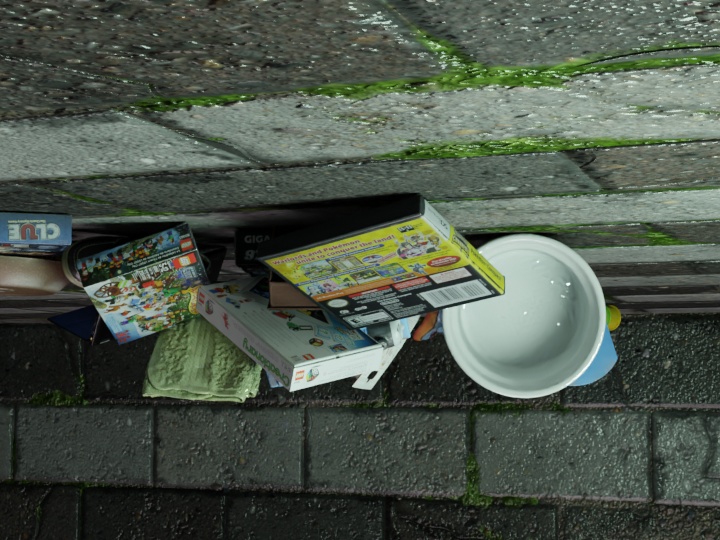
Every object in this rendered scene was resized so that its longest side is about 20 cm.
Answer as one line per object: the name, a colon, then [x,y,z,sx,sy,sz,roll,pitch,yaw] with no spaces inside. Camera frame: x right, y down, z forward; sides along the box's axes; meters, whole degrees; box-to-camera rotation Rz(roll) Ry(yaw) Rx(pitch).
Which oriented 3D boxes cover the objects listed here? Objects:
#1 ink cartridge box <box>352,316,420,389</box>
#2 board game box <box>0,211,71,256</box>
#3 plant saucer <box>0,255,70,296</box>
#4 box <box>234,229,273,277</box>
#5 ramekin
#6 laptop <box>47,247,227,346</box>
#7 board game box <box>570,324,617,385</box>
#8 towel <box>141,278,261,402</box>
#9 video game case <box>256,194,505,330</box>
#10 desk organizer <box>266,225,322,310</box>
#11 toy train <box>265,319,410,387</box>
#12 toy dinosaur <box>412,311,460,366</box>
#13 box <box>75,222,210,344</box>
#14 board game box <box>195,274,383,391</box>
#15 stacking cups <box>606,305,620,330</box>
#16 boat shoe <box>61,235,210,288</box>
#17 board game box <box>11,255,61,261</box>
ink cartridge box: [0.041,0.067,1.760,0.047,0.200,0.160,33,180,12]
board game box: [-0.429,-0.041,1.432,0.199,0.035,0.135,2,175,-18]
plant saucer: [-0.449,0.008,1.594,0.199,0.037,0.200,3,174,0]
box: [-0.049,-0.020,1.600,0.199,0.046,0.159,0,175,3]
ramekin: [0.204,0.053,1.618,0.199,0.202,0.098,0,-177,6]
laptop: [-0.311,0.021,1.779,0.187,0.116,0.200,-18,148,-36]
board game box: [0.254,0.070,1.741,0.157,0.201,0.039,-2,153,-24]
towel: [-0.190,0.084,1.643,0.148,0.201,0.037,2,137,7]
video game case: [0.024,-0.003,1.351,0.199,0.026,0.181,-14,146,30]
desk organizer: [-0.007,-0.004,1.477,0.199,0.077,0.072,0,-156,4]
toy train: [-0.034,0.073,1.582,0.199,0.087,0.114,-11,-146,3]
toy dinosaur: [0.124,0.041,1.796,0.181,0.105,0.200,-22,117,38]
box: [-0.251,0.020,1.549,0.136,0.038,0.200,-19,159,-5]
board game box: [-0.084,0.065,1.478,0.126,0.035,0.200,-10,-149,-37]
stacking cups: [0.523,0.100,2.962,0.060,0.061,0.200,-4,170,42]
boat shoe: [-0.274,-0.013,1.603,0.066,0.072,0.200,-17,166,41]
board game box: [-0.374,-0.014,1.740,0.199,0.035,0.135,0,175,-6]
